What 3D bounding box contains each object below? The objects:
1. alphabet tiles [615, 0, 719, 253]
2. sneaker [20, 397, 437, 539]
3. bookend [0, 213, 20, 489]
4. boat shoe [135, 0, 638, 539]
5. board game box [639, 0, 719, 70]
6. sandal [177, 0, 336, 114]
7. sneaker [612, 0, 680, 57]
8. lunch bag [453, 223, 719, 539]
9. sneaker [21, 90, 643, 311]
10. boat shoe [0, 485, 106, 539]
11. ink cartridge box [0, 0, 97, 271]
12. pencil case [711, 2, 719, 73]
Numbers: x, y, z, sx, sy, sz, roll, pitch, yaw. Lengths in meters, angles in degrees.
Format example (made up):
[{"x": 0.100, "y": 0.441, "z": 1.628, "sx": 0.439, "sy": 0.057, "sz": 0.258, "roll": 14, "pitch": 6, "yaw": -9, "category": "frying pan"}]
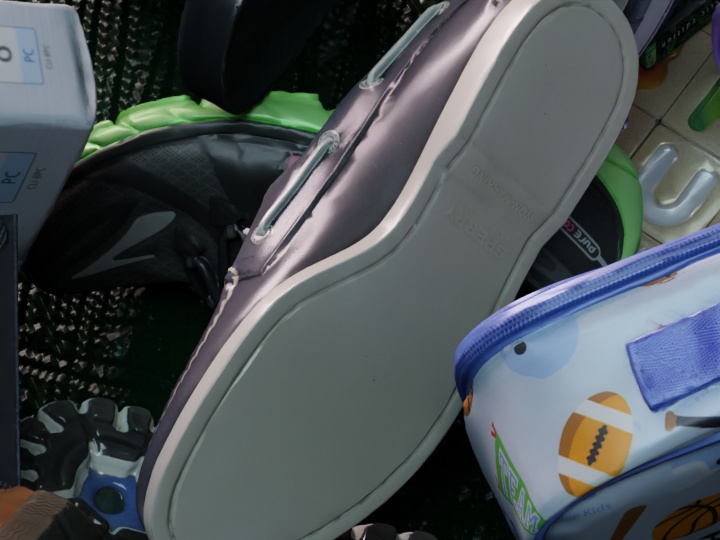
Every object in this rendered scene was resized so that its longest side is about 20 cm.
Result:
[{"x": 0.128, "y": -0.064, "z": 0.902, "sx": 0.166, "sy": 0.006, "sz": 0.200, "roll": 34, "pitch": 77, "yaw": 20, "category": "alphabet tiles"}, {"x": -0.023, "y": 0.115, "z": 0.824, "sx": 0.199, "sy": 0.089, "sz": 0.079, "roll": 29, "pitch": 45, "yaw": 2, "category": "sneaker"}, {"x": -0.208, "y": 0.060, "z": 0.827, "sx": 0.199, "sy": 0.199, "sz": 0.093, "roll": 2, "pitch": 67, "yaw": -12, "category": "bookend"}, {"x": 0.000, "y": 0.000, "z": 0.801, "sx": 0.200, "sy": 0.073, "sz": 0.063, "roll": -53, "pitch": 35, "yaw": -12, "category": "boat shoe"}, {"x": 0.070, "y": -0.167, "z": 0.937, "sx": 0.105, "sy": 0.023, "sz": 0.200, "roll": -38, "pitch": 68, "yaw": -4, "category": "board game box"}, {"x": 0.017, "y": -0.119, "z": 0.862, "sx": 0.048, "sy": 0.075, "sz": 0.201, "roll": 26, "pitch": 62, "yaw": 17, "category": "sandal"}, {"x": 0.125, "y": -0.139, "z": 0.867, "sx": 0.077, "sy": 0.146, "sz": 0.203, "roll": 41, "pitch": 121, "yaw": 38, "category": "sneaker"}, {"x": 0.127, "y": 0.022, "z": 0.778, "sx": 0.199, "sy": 0.160, "sz": 0.076, "roll": -23, "pitch": 69, "yaw": 1, "category": "lunch bag"}, {"x": -0.015, "y": -0.006, "z": 0.863, "sx": 0.199, "sy": 0.077, "sz": 0.084, "roll": -1, "pitch": 71, "yaw": 15, "category": "sneaker"}, {"x": -0.100, "y": 0.150, "z": 0.764, "sx": 0.074, "sy": 0.201, "sz": 0.076, "roll": 9, "pitch": 30, "yaw": 20, "category": "boat shoe"}, {"x": -0.192, "y": -0.019, "z": 0.811, "sx": 0.199, "sy": 0.160, "sz": 0.047, "roll": 0, "pitch": 60, "yaw": -24, "category": "ink cartridge box"}, {"x": 0.201, "y": -0.099, "z": 0.861, "sx": 0.200, "sy": 0.084, "sz": 0.086, "roll": -36, "pitch": 89, "yaw": -5, "category": "pencil case"}]
